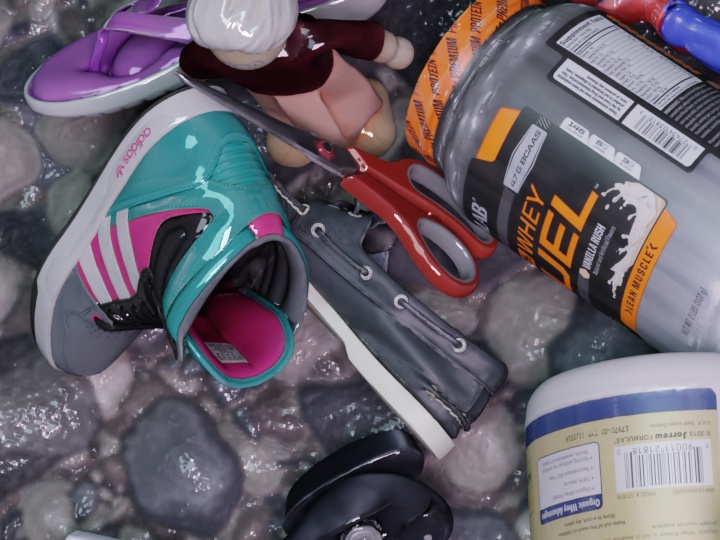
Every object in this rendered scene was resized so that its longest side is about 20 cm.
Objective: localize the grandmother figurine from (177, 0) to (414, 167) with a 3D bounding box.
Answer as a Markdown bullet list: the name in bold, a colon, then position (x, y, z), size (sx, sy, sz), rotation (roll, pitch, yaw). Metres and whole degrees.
- **grandmother figurine**: position (-0.034, -0.100, 1.450), size (0.120, 0.200, 0.061), rotation (-15, 73, 13)

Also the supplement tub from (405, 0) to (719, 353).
- **supplement tub**: position (0.126, -0.047, 1.432), size (0.200, 0.123, 0.123), rotation (35, 88, 22)

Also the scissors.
- **scissors**: position (-0.010, -0.056, 1.453), size (0.014, 0.200, 0.073), rotation (-39, 24, 36)

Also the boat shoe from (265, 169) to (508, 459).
- **boat shoe**: position (0.000, 0.000, 1.484), size (0.066, 0.075, 0.200), rotation (-39, 67, -2)

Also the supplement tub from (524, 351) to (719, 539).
- **supplement tub**: position (0.150, 0.149, 1.363), size (0.143, 0.144, 0.202), rotation (-6, 74, 15)

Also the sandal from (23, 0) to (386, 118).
- **sandal**: position (-0.083, -0.136, 1.538), size (0.201, 0.050, 0.083), rotation (-19, 29, 5)

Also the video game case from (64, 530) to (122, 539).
- **video game case**: position (-0.057, 0.216, 1.440), size (0.199, 0.018, 0.144), rotation (11, 100, 13)

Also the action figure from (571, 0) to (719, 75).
- **action figure**: position (0.180, -0.138, 1.471), size (0.199, 0.065, 0.099), rotation (31, 93, 20)

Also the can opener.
- **can opener**: position (-0.041, 0.160, 1.471), size (0.200, 0.079, 0.063), rotation (-37, 108, 8)

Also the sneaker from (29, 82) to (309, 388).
- **sneaker**: position (-0.088, 0.017, 1.461), size (0.121, 0.083, 0.200), rotation (57, 139, 25)
